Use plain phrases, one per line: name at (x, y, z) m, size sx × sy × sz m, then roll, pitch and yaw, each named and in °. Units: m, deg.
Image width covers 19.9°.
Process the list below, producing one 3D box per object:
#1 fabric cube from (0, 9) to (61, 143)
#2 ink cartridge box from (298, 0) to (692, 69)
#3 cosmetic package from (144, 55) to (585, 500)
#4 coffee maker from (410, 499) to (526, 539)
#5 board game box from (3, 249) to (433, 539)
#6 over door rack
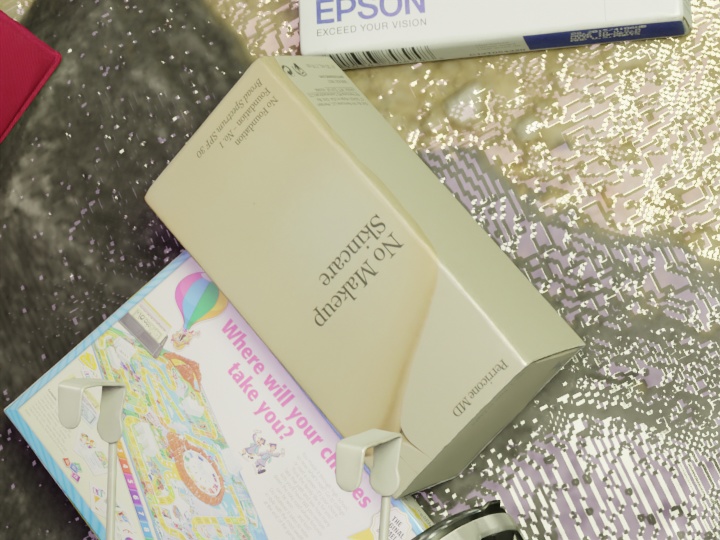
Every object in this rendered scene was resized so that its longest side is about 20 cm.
fabric cube at (-0.309, -0.103, 1.037) m, size 0.200 × 0.199 × 0.196 m, roll 34°, pitch 90°, yaw 16°
ink cartridge box at (0.063, -0.209, 1.043) m, size 0.196 × 0.043 × 0.201 m, roll -5°, pitch 82°, yaw 14°
cosmetic package at (0.000, 0.000, 0.997) m, size 0.200 × 0.073 × 0.104 m, roll 49°, pitch 114°, yaw 17°
coffee maker at (0.050, 0.236, 0.922) m, size 0.192 × 0.135 × 0.200 m, roll -40°, pitch 69°, yaw -5°
board game box at (-0.068, 0.104, 1.030) m, size 0.134 × 0.034 × 0.200 m, roll -40°, pitch 74°, yaw 5°
over door rack at (-0.044, 0.142, 0.870) m, size 0.147 × 0.067 × 0.201 m, roll 8°, pitch 112°, yaw 26°
